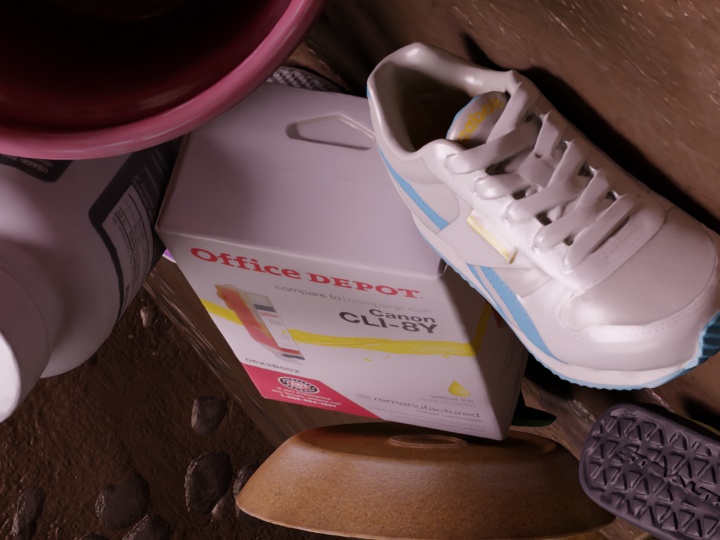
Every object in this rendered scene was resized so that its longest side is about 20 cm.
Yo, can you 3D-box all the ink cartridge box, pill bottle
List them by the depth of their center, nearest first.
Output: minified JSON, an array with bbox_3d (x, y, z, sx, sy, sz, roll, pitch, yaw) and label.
[{"bbox_3d":[-0.147,-0.022,0.849,0.109,0.201,0.112,11,128,14],"label":"pill bottle"},{"bbox_3d":[0.000,0.000,0.909,0.144,0.084,0.200,10,156,17],"label":"ink cartridge box"}]

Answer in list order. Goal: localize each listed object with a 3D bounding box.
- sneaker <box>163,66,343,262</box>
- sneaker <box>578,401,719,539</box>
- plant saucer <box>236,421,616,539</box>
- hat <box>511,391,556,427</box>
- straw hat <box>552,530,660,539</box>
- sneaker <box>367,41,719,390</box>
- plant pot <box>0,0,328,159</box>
[{"bbox_3d":[-0.071,-0.054,1.048,0.199,0.072,0.115,12,122,45],"label":"sneaker"},{"bbox_3d":[0.184,0.116,0.842,0.082,0.072,0.200,24,-171,-39],"label":"sneaker"},{"bbox_3d":[0.034,0.105,0.963,0.200,0.198,0.036,-166,78,-74],"label":"plant saucer"},{"bbox_3d":[0.035,-0.011,1.087,0.198,0.178,0.165,10,180,-34],"label":"hat"},{"bbox_3d":[0.104,0.173,0.951,0.085,0.201,0.201,43,172,-11],"label":"straw hat"},{"bbox_3d":[0.068,-0.023,0.712,0.200,0.076,0.081,35,163,47],"label":"sneaker"},{"bbox_3d":[-0.096,-0.147,0.659,0.200,0.200,0.179,49,-174,-7],"label":"plant pot"}]
